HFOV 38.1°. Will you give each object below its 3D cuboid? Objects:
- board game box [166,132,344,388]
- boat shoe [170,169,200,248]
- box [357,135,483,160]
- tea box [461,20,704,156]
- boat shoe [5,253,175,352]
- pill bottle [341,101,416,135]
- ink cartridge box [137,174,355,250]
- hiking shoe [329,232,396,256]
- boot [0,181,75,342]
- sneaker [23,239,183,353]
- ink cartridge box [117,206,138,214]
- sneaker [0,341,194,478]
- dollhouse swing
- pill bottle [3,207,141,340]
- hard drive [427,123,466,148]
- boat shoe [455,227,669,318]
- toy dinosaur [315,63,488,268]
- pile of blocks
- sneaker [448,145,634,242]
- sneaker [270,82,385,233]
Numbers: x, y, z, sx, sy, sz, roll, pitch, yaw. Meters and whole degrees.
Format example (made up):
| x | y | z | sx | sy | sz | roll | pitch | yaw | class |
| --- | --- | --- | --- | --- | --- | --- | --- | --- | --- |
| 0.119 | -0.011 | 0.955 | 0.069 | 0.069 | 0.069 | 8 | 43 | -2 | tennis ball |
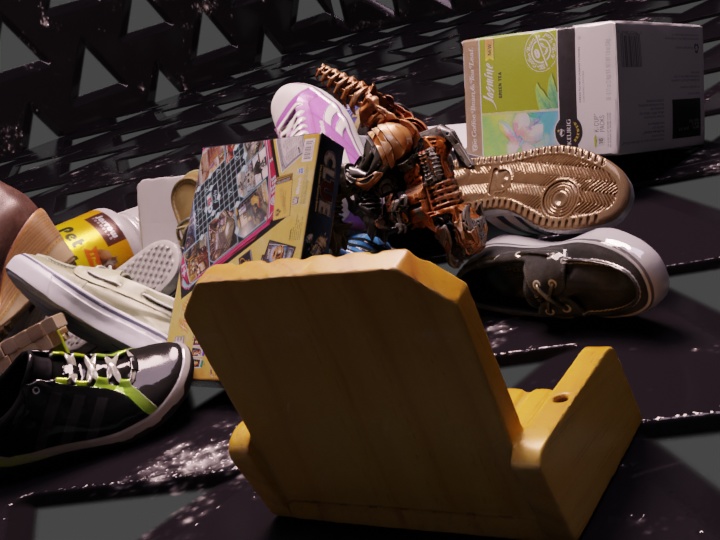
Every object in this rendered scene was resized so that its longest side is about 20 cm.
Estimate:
| x | y | z | sx | sy | sz | roll | pitch | yaw | class |
| --- | --- | --- | --- | --- | --- | --- | --- | --- | --- |
| -0.089 | -0.006 | 0.848 | 0.134 | 0.204 | 0.034 | -1 | -16 | 36 | board game box |
| -0.121 | -0.017 | 0.926 | 0.063 | 0.202 | 0.073 | 4 | -45 | -51 | boat shoe |
| 0.074 | -0.107 | 1.095 | 0.198 | 0.042 | 0.155 | 8 | 4 | -38 | box |
| 0.245 | -0.195 | 1.144 | 0.195 | 0.136 | 0.198 | 2 | 9 | 43 | tea box |
| -0.226 | 0.030 | 0.925 | 0.198 | 0.072 | 0.062 | 26 | 65 | 18 | boat shoe |
| -0.019 | -0.163 | 1.381 | 0.111 | 0.114 | 0.198 | -28 | 22 | -37 | pill bottle |
| -0.115 | -0.055 | 1.082 | 0.143 | 0.085 | 0.199 | -3 | 1 | 30 | ink cartridge box |
| 0.000 | 0.000 | 0.923 | 0.085 | 0.075 | 0.200 | -20 | 18 | -5 | hiking shoe |
| -0.389 | -0.006 | 0.980 | 0.201 | 0.166 | 0.072 | -50 | 4 | -26 | boot |
| -0.230 | 0.043 | 1.002 | 0.198 | 0.080 | 0.079 | -23 | -30 | 21 | sneaker |
| -0.215 | -0.048 | 1.270 | 0.196 | 0.069 | 0.117 | -13 | 17 | 2 | ink cartridge box |
| -0.224 | 0.095 | 0.792 | 0.197 | 0.084 | 0.072 | -23 | 41 | -8 | sneaker |
| 0.029 | 0.046 | 0.596 | 0.197 | 0.179 | 0.181 | -4 | 20 | 34 | dollhouse swing |
| -0.306 | 0.003 | 1.120 | 0.108 | 0.111 | 0.199 | 4 | 26 | 47 | pill bottle |
| 0.108 | -0.175 | 1.451 | 0.198 | 0.026 | 0.131 | 3 | 25 | 45 | hard drive |
| 0.148 | 0.011 | 0.799 | 0.056 | 0.069 | 0.199 | -33 | 18 | -26 | boat shoe |
| 0.027 | -0.085 | 0.873 | 0.101 | 0.202 | 0.136 | 11 | -43 | -43 | toy dinosaur |
| -0.285 | 0.086 | 0.901 | 0.081 | 0.063 | 0.199 | -29 | 5 | -30 | pile of blocks |
| 0.157 | -0.050 | 0.882 | 0.198 | 0.071 | 0.108 | 5 | -18 | 44 | sneaker |
| -0.057 | -0.123 | 1.003 | 0.113 | 0.073 | 0.201 | 9 | 35 | -45 | sneaker |
